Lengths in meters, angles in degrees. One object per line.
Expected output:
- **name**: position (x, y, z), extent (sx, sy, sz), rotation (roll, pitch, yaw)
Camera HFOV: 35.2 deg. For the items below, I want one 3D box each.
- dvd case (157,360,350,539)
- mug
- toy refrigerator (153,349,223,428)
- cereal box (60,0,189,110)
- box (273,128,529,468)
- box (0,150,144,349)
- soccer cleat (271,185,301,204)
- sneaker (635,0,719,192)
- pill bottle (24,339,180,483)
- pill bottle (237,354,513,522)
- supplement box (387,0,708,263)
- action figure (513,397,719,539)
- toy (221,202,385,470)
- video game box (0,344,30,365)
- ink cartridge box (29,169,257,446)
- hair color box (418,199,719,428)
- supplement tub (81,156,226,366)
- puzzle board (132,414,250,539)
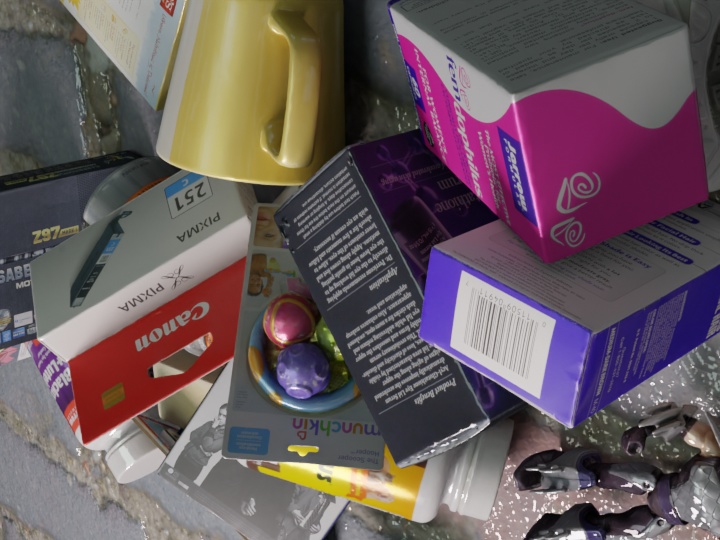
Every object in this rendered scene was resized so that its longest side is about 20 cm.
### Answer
- **dvd case**: position (-0.058, 0.131, 0.943), extent (0.150, 0.025, 0.201), rotation (35, 103, 2)
- **mug**: position (-0.062, -0.153, 0.862), extent (0.186, 0.149, 0.155), rotation (21, 112, 35)
- **toy refrigerator**: position (-0.103, 0.125, 1.057), extent (0.199, 0.076, 0.071), rotation (15, 116, 43)
- **cereal box**: position (-0.213, -0.265, 1.047), extent (0.200, 0.039, 0.144), rotation (48, 135, 23)
- **box**: position (0.058, 0.009, 0.783), extent (0.104, 0.147, 0.201), rotation (-36, 79, 47)
- **box**: position (-0.296, -0.022, 1.113), extent (0.051, 0.199, 0.159), rotation (24, 121, 44)
- **soccer cleat**: position (0.000, 0.000, 0.904), extent (0.199, 0.069, 0.086), rotation (36, 101, 23)
- **sneaker**: position (0.174, -0.143, 0.661), extent (0.099, 0.077, 0.202), rotation (-7, 92, 56)
- **pill bottle**: position (-0.269, 0.119, 1.205), extent (0.201, 0.111, 0.112), rotation (56, 137, 16)
- **pill bottle**: position (0.011, 0.122, 0.861), extent (0.198, 0.109, 0.110), rotation (16, 122, 7)
- **supplement box**: position (0.100, -0.102, 0.649), extent (0.200, 0.103, 0.102), rotation (-127, 17, -60)
- **action figure**: position (0.195, 0.154, 0.753), extent (0.199, 0.069, 0.131), rotation (-17, 83, 45)
- **toy**: position (-0.033, 0.036, 0.816), extent (0.047, 0.114, 0.202), rotation (90, -175, -63)
- **video game box**: position (-0.384, 0.024, 1.240), extent (0.047, 0.181, 0.201), rotation (45, 133, 25)
- **ink cartridge box**: position (-0.163, 0.015, 0.900), extent (0.045, 0.199, 0.177), rotation (52, -169, -47)
- **hair color box**: position (0.139, 0.007, 0.651), extent (0.109, 0.199, 0.065), rotation (30, 128, 36)
- **supplement tub**: position (-0.150, -0.006, 1.019), extent (0.200, 0.122, 0.123), rotation (38, 130, 30)
- **puzzle board**: position (-0.117, 0.210, 1.075), extent (0.200, 0.151, 0.017), rotation (38, 88, 30)
